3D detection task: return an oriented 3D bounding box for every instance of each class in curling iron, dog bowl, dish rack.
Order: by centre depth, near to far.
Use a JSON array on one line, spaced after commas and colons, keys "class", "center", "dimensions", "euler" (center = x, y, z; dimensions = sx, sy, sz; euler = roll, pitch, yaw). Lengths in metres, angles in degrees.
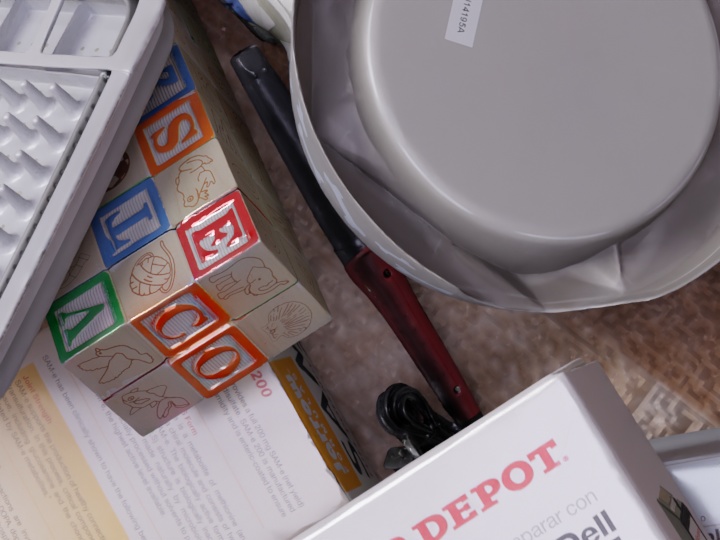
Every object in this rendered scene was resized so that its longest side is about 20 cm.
[{"class": "dish rack", "center": [-0.158, -0.032, 0.853], "dimensions": [0.172, 0.044, 0.200], "euler": [9, 65, 35]}, {"class": "dog bowl", "center": [0.064, -0.076, 0.864], "dimensions": [0.200, 0.059, 0.200], "euler": [4, 77, -16]}, {"class": "curling iron", "center": [0.000, 0.000, 0.912], "dimensions": [0.026, 0.050, 0.200], "euler": [-15, 105, 40]}]

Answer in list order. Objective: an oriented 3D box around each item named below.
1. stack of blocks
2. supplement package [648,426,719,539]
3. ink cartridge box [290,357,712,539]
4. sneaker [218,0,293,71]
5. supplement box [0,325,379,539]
[{"class": "stack of blocks", "center": [-0.101, -0.034, 0.888], "dimensions": [0.115, 0.059, 0.200], "euler": [-33, 48, 8]}, {"class": "supplement package", "center": [0.130, 0.165, 0.854], "dimensions": [0.151, 0.152, 0.200], "euler": [-11, 88, 12]}, {"class": "ink cartridge box", "center": [0.065, 0.150, 0.747], "dimensions": [0.145, 0.084, 0.200], "euler": [-34, 83, 11]}, {"class": "sneaker", "center": [0.007, -0.103, 0.915], "dimensions": [0.085, 0.077, 0.200], "euler": [-43, 84, 4]}, {"class": "supplement box", "center": [-0.110, 0.087, 0.936], "dimensions": [0.200, 0.074, 0.126], "euler": [-30, 85, 9]}]
